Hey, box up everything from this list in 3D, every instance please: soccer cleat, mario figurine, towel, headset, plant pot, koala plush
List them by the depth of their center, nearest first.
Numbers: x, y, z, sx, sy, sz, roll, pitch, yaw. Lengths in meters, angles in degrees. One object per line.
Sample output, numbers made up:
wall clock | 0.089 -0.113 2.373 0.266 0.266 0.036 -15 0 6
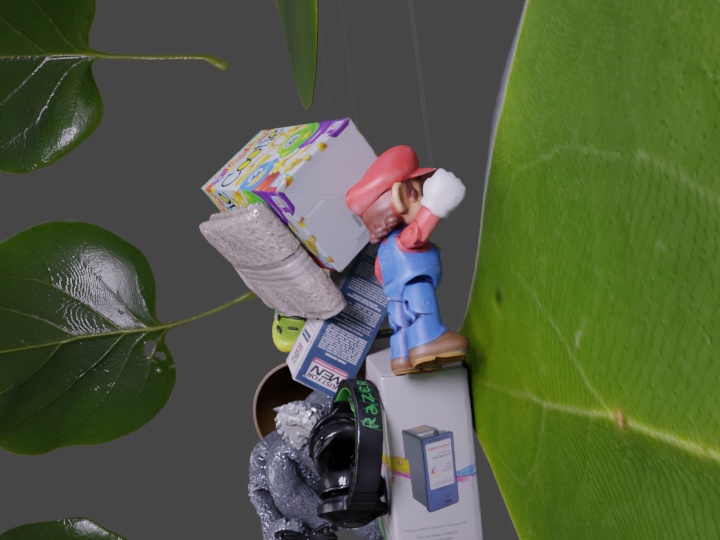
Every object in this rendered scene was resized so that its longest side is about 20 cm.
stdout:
mario figurine | 0.059 -0.015 0.658 0.106 0.123 0.201 10 -114 -55
headset | -0.027 0.195 0.716 0.124 0.093 0.201 -106 23 -55
towel | -0.098 -0.008 0.774 0.133 0.034 0.200 49 161 -16
koala plush | -0.042 0.212 0.883 0.184 0.176 0.201 53 138 38
plant pot | -0.029 0.168 1.078 0.200 0.185 0.188 -51 -41 -63
soccer cleat | -0.104 0.092 1.154 0.200 0.064 0.084 -105 22 -72

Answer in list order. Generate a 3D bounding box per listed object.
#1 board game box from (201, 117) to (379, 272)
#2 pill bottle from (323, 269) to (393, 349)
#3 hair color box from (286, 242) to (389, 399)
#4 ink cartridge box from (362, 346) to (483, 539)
board game box | -0.065 -0.080 0.772 0.103 0.105 0.200 51 160 -25
pill bottle | 0.000 0.000 0.917 0.111 0.110 0.202 137 126 -80
hair color box | -0.006 0.031 0.805 0.201 0.060 0.100 -62 10 -1
ink cartridge box | 0.058 0.182 0.748 0.145 0.087 0.202 -150 55 -81
